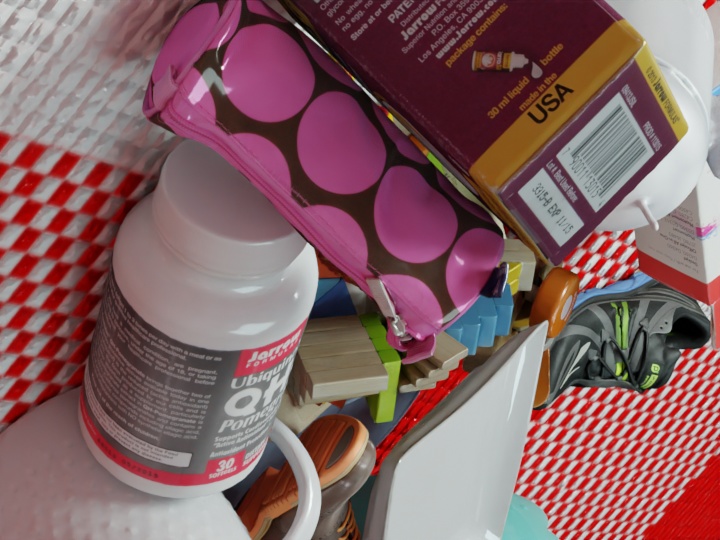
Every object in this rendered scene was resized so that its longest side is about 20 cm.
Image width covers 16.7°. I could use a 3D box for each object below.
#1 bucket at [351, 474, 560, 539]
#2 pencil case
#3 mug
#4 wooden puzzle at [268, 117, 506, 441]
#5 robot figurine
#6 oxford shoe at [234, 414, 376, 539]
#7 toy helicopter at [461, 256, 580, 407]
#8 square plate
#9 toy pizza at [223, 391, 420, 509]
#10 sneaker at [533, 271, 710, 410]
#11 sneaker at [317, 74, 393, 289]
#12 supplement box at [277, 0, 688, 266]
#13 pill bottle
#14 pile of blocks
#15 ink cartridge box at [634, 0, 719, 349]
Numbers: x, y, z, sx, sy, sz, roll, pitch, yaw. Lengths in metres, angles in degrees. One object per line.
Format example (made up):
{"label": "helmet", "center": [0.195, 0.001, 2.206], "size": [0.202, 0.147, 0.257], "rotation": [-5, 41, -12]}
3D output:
{"label": "bucket", "center": [0.038, 0.241, 1.768], "size": [0.207, 0.207, 0.135], "rotation": [-51, 151, 15]}
{"label": "pencil case", "center": [-0.020, -0.047, 1.194], "size": [0.091, 0.200, 0.094], "rotation": [-28, -156, 52]}
{"label": "mug", "center": [-0.114, 0.159, 1.406], "size": [0.200, 0.175, 0.148], "rotation": [-41, 156, -8]}
{"label": "wooden puzzle", "center": [0.000, 0.000, 1.463], "size": [0.200, 0.037, 0.185], "rotation": [-38, 144, -13]}
{"label": "robot figurine", "center": [0.146, -0.101, 1.417], "size": [0.200, 0.169, 0.113], "rotation": [-78, -174, -50]}
{"label": "oxford shoe", "center": [-0.023, 0.145, 1.505], "size": [0.071, 0.073, 0.200], "rotation": [-58, -174, -28]}
{"label": "toy helicopter", "center": [0.094, 0.066, 1.672], "size": [0.132, 0.079, 0.200], "rotation": [-19, 130, -69]}
{"label": "square plate", "center": [0.050, 0.149, 1.569], "size": [0.200, 0.028, 0.198], "rotation": [-40, 147, -48]}
{"label": "toy pizza", "center": [-0.029, 0.082, 1.595], "size": [0.200, 0.032, 0.200], "rotation": [-33, 151, -21]}
{"label": "sneaker", "center": [0.195, 0.057, 1.854], "size": [0.199, 0.083, 0.071], "rotation": [-23, 148, -40]}
{"label": "sneaker", "center": [0.006, -0.043, 1.354], "size": [0.077, 0.073, 0.200], "rotation": [-55, 146, -21]}
{"label": "supplement box", "center": [0.049, -0.116, 1.190], "size": [0.103, 0.200, 0.131], "rotation": [-45, 156, 2]}
{"label": "pill bottle", "center": [-0.084, 0.022, 1.312], "size": [0.111, 0.111, 0.200], "rotation": [-27, 151, -35]}
{"label": "pile of blocks", "center": [0.037, 0.047, 1.450], "size": [0.200, 0.082, 0.062], "rotation": [-26, 138, -35]}
{"label": "ink cartridge box", "center": [0.235, -0.062, 1.584], "size": [0.116, 0.067, 0.200], "rotation": [-35, 133, -28]}
